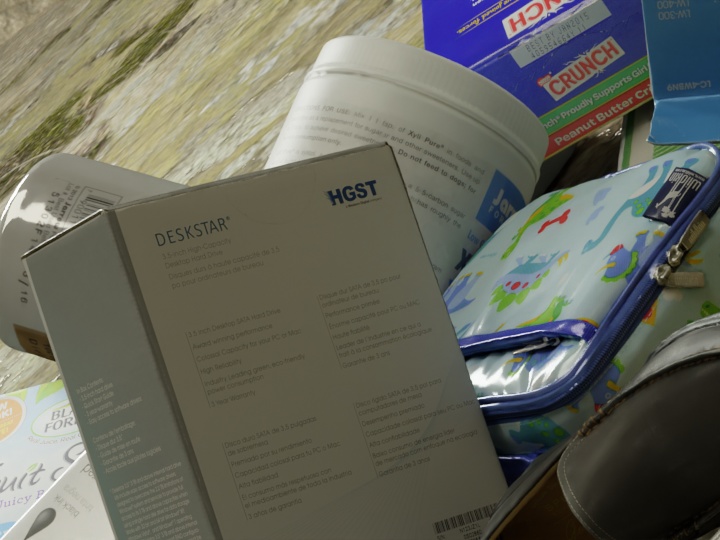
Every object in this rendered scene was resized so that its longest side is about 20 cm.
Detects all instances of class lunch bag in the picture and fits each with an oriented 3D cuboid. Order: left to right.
[{"bbox_3d":[0.098,0.031,1.310,0.161,0.082,0.200,-52,17,-22],"label":"lunch bag"}]

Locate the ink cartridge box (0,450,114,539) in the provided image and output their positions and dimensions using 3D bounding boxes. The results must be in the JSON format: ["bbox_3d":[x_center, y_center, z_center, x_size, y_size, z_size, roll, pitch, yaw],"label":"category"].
[{"bbox_3d":[-0.122,0.186,1.333,0.200,0.084,0.146,-46,45,-12],"label":"ink cartridge box"}]

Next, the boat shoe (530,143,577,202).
[{"bbox_3d":[0.050,-0.033,1.610,0.073,0.067,0.200,-28,22,43],"label":"boat shoe"}]

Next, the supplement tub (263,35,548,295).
[{"bbox_3d":[0.000,0.000,1.444,0.132,0.132,0.200,-6,57,65],"label":"supplement tub"}]

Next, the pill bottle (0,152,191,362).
[{"bbox_3d":[-0.093,0.013,1.596,0.199,0.115,0.114,15,45,18],"label":"pill bottle"}]

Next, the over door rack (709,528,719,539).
[{"bbox_3d":[0.136,0.120,0.974,0.148,0.067,0.200,-46,-5,-12],"label":"over door rack"}]

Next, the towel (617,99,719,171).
[{"bbox_3d":[0.212,-0.099,1.475,0.200,0.023,0.153,-34,19,24],"label":"towel"}]

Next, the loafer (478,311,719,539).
[{"bbox_3d":[0.109,0.082,1.119,0.072,0.073,0.200,-38,-7,-39],"label":"loafer"}]

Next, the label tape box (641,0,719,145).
[{"bbox_3d":[0.208,-0.144,1.371,0.143,0.066,0.200,-4,37,15],"label":"label tape box"}]

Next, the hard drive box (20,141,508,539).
[{"bbox_3d":[-0.033,0.061,1.230,0.156,0.201,0.077,-14,-6,-37],"label":"hard drive box"}]

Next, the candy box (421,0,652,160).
[{"bbox_3d":[0.119,-0.157,1.586,0.169,0.077,0.200,-28,27,17],"label":"candy box"}]

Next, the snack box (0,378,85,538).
[{"bbox_3d":[-0.145,0.140,1.491,0.142,0.053,0.200,-14,42,18],"label":"snack box"}]
